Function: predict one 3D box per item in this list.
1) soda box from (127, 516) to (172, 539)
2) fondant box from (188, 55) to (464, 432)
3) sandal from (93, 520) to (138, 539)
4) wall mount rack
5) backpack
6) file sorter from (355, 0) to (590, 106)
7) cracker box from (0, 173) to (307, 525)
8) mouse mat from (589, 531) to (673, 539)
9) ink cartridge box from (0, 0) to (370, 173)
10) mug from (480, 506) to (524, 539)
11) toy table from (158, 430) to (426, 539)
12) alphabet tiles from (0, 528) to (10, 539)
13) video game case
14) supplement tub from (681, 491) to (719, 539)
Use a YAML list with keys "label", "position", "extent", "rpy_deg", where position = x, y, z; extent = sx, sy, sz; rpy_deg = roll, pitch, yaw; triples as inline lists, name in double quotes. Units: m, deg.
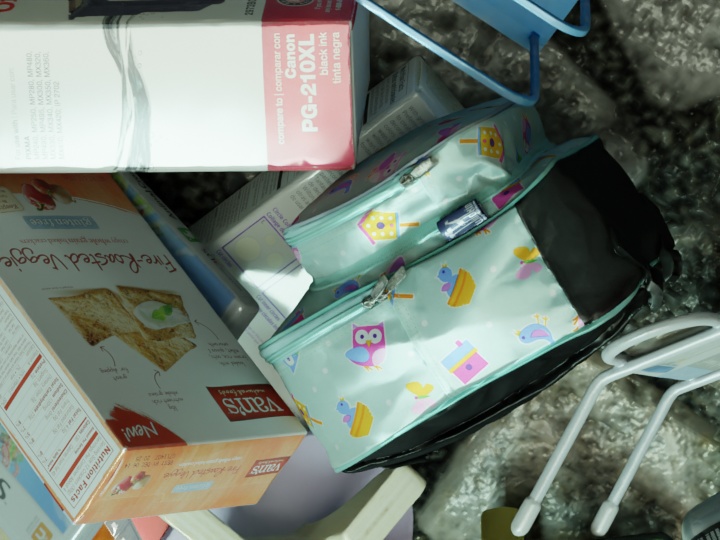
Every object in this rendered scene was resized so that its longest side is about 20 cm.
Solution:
- label: "soda box"
  position: [-0.091, 0.149, 1.630]
  extent: [0.063, 0.070, 0.200]
  rpy_deg: [-29, 95, -6]
- label: "fondant box"
  position: [0.000, 0.000, 1.598]
  extent: [0.200, 0.058, 0.144]
  rpy_deg: [-36, 108, 19]
- label: "sandal"
  position: [-0.133, 0.196, 1.691]
  extent: [0.079, 0.059, 0.207]
  rpy_deg: [-31, 95, -5]
- label: "wall mount rack"
  position: [0.169, 0.080, 1.552]
  extent: [0.173, 0.200, 0.075]
  rpy_deg: [-24, 74, 22]
- label: "backpack"
  position: [0.042, 0.008, 1.475]
  extent: [0.200, 0.176, 0.153]
  rpy_deg: [-40, 91, 17]
- label: "file sorter"
  position: [0.089, -0.205, 1.460]
  extent: [0.139, 0.123, 0.200]
  rpy_deg: [32, 114, -11]
- label: "cracker box"
  position: [-0.136, 0.034, 1.458]
  extent: [0.200, 0.134, 0.058]
  rpy_deg: [51, 121, 26]
- label: "mouse mat"
  position: [0.117, 0.230, 1.591]
  extent: [0.008, 0.200, 0.162]
  rpy_deg: [-11, 82, 46]
- label: "ink cartridge box"
  position: [-0.098, -0.113, 1.501]
  extent: [0.199, 0.145, 0.085]
  rpy_deg: [0, 112, 3]
- label: "mug"
  position: [0.075, 0.252, 1.661]
  extent: [0.149, 0.153, 0.187]
  rpy_deg: [-31, 109, 17]
- label: "toy table"
  position: [-0.042, 0.178, 1.545]
  extent: [0.183, 0.117, 0.200]
  rpy_deg: [29, 86, -9]
- label: "alphabet tiles"
  position: [-0.265, 0.163, 1.682]
  extent: [0.199, 0.008, 0.168]
  rpy_deg: [22, 116, 15]
- label: "video game case"
  position: [-0.169, 0.035, 1.581]
  extent: [0.182, 0.022, 0.200]
  rpy_deg: [45, 111, 23]
- label: "supplement tub"
  position: [0.283, 0.137, 1.544]
  extent: [0.200, 0.123, 0.123]
  rpy_deg: [-30, 110, 10]
